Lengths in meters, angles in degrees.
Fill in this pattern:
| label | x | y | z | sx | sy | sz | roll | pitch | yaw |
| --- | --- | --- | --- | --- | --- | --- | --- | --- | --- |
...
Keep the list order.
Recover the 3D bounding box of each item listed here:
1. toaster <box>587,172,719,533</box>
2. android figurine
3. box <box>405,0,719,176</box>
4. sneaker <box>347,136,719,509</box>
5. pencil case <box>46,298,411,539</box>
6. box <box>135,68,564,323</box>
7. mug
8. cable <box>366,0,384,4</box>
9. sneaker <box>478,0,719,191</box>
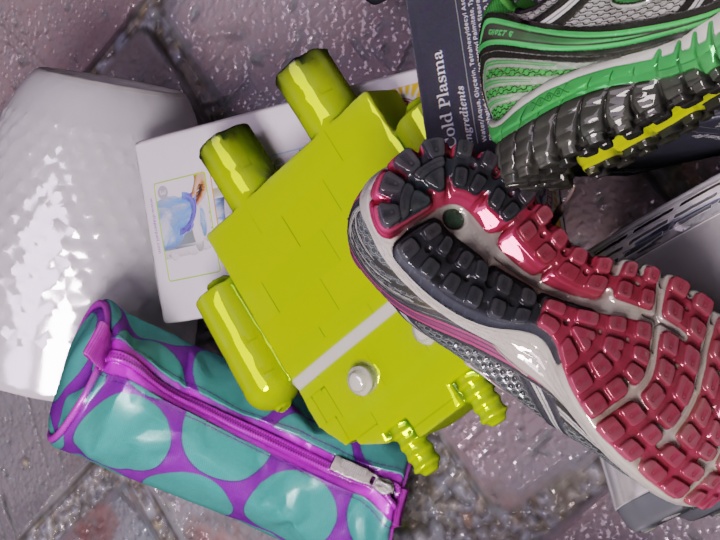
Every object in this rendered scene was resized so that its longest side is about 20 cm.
| label | x | y | z | sx | sy | sz | roll | pitch | yaw |
| --- | --- | --- | --- | --- | --- | --- | --- | --- | --- |
| toaster | 0.185 | 0.027 | 0.763 | 0.199 | 0.113 | 0.130 | -32 | 71 | 32 |
| android figurine | 0.000 | 0.000 | 0.802 | 0.182 | 0.041 | 0.201 | -37 | 75 | 30 |
| box | 0.148 | -0.106 | 0.731 | 0.181 | 0.199 | 0.105 | -11 | 87 | 33 |
| sneaker | 0.083 | 0.022 | 0.697 | 0.200 | 0.081 | 0.075 | 41 | 158 | -5 |
| pencil case | -0.067 | 0.090 | 0.894 | 0.092 | 0.199 | 0.086 | -34 | 35 | 62 |
| box | -0.005 | -0.039 | 0.890 | 0.199 | 0.112 | 0.102 | -11 | 88 | 34 |
| mug | -0.170 | -0.030 | 0.999 | 0.200 | 0.147 | 0.177 | -153 | 72 | -64 |
| cable | 0.047 | -0.230 | 0.888 | 0.199 | 0.051 | 0.164 | -20 | 80 | 34 |
| sneaker | 0.119 | -0.102 | 0.585 | 0.199 | 0.078 | 0.086 | -25 | 77 | 32 |
